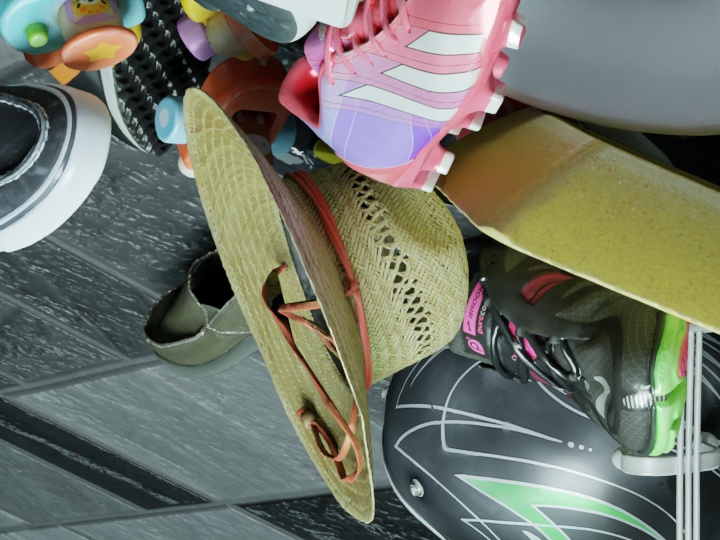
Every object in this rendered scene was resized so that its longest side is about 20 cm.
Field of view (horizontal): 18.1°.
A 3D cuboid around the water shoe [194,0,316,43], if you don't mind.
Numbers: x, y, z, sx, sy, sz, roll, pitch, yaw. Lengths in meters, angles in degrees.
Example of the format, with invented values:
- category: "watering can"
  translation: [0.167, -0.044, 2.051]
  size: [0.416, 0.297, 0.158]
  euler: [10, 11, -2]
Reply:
- category: "water shoe"
  translation: [-0.046, -0.142, 0.862]
  size: [0.071, 0.079, 0.200]
  euler: [34, -179, -20]

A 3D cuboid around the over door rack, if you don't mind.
- category: "over door rack"
  translation: [0.208, 0.089, 1.118]
  size: [0.199, 0.149, 0.067]
  euler: [-2, -175, -26]

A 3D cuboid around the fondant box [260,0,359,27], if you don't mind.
- category: "fondant box"
  translation: [-0.039, -0.187, 0.653]
  size: [0.143, 0.201, 0.058]
  euler: [18, 157, 0]

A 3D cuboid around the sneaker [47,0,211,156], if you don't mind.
- category: "sneaker"
  translation: [-0.140, -0.131, 1.076]
  size: [0.090, 0.070, 0.200]
  euler: [24, 163, 28]

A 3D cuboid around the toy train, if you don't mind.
- category: "toy train"
  translation: [-0.092, -0.087, 1.015]
  size: [0.199, 0.056, 0.150]
  euler: [7, 136, -37]

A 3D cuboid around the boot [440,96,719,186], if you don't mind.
- category: "boot"
  translation: [0.101, -0.052, 1.058]
  size: [0.144, 0.073, 0.200]
  euler: [-3, 142, 44]

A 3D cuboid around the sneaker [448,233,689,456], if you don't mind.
- category: "sneaker"
  translation: [0.084, 0.031, 0.995]
  size: [0.083, 0.077, 0.200]
  euler: [-3, -166, -19]

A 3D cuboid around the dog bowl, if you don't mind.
- category: "dog bowl"
  translation: [0.096, -0.133, 0.844]
  size: [0.199, 0.079, 0.200]
  euler: [16, 159, 6]

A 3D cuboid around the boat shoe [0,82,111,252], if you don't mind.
- category: "boat shoe"
  translation: [-0.195, -0.050, 0.982]
  size: [0.199, 0.072, 0.068]
  euler: [-2, 162, 41]

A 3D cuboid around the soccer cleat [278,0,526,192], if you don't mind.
- category: "soccer cleat"
  translation: [0.017, -0.085, 0.835]
  size: [0.076, 0.067, 0.200]
  euler: [24, 161, -2]

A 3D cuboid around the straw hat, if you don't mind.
- category: "straw hat"
  translation: [0.000, 0.000, 0.981]
  size: [0.085, 0.202, 0.201]
  euler: [-22, 162, -12]

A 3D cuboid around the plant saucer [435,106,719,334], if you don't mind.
- category: "plant saucer"
  translation: [0.133, -0.012, 0.908]
  size: [0.199, 0.049, 0.200]
  euler: [22, -173, -9]

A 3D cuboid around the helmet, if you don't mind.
- category: "helmet"
  translation: [0.117, 0.087, 1.219]
  size: [0.199, 0.200, 0.191]
  euler: [-4, 133, 44]

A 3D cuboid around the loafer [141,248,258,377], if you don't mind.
- category: "loafer"
  translation: [-0.075, 0.010, 1.361]
  size: [0.070, 0.075, 0.200]
  euler: [41, 146, -23]

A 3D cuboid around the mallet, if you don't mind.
- category: "mallet"
  translation: [0.011, -0.048, 1.095]
  size: [0.066, 0.041, 0.200]
  euler: [26, 179, -31]
